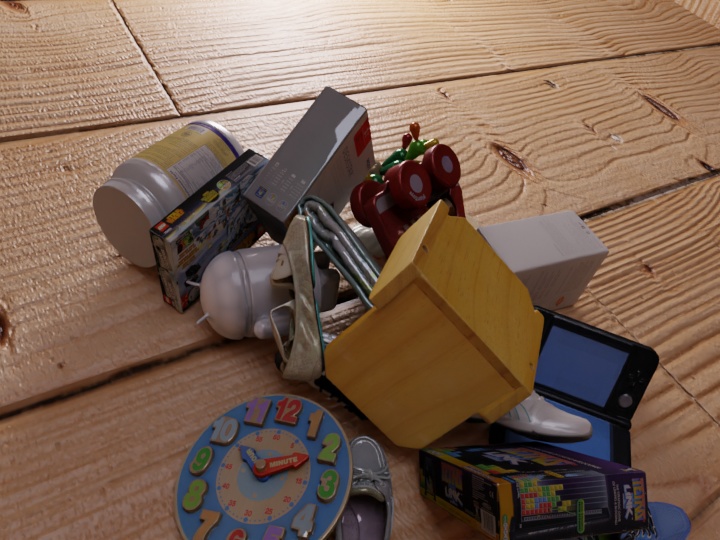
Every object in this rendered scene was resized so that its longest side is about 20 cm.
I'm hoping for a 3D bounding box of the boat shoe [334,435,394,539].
[{"bbox_3d":[0.003,0.266,0.638,0.072,0.066,0.205,14,44,-4],"label":"boat shoe"}]

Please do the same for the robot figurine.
[{"bbox_3d":[-0.126,0.026,0.793,0.195,0.115,0.170,-9,37,-24],"label":"robot figurine"}]

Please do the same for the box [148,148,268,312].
[{"bbox_3d":[-0.198,-0.057,0.821,0.039,0.139,0.201,26,50,16],"label":"box"}]

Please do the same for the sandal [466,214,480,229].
[{"bbox_3d":[0.121,-0.110,1.029,0.206,0.071,0.079,11,45,-7],"label":"sandal"}]

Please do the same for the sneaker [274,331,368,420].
[{"bbox_3d":[-0.015,0.138,0.751,0.194,0.075,0.081,14,48,-2],"label":"sneaker"}]

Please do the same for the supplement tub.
[{"bbox_3d":[-0.265,-0.112,0.860,0.143,0.147,0.200,29,46,13],"label":"supplement tub"}]

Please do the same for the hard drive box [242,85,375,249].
[{"bbox_3d":[-0.067,-0.137,0.881,0.076,0.156,0.202,31,78,16],"label":"hard drive box"}]

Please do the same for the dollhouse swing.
[{"bbox_3d":[0.083,0.073,0.711,0.200,0.175,0.183,44,41,-12],"label":"dollhouse swing"}]

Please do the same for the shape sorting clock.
[{"bbox_3d":[-0.104,0.218,0.641,0.194,0.040,0.203,-5,40,4],"label":"shape sorting clock"}]

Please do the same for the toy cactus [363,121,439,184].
[{"bbox_3d":[0.042,-0.176,1.026,0.162,0.103,0.202,3,49,37],"label":"toy cactus"}]

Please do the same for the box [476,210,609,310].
[{"bbox_3d":[0.264,-0.004,0.933,0.195,0.126,0.099,-11,50,-26],"label":"box"}]

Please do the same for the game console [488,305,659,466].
[{"bbox_3d":[0.284,0.169,0.786,0.195,0.175,0.119,19,18,2],"label":"game console"}]

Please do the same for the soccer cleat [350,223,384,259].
[{"bbox_3d":[0.070,-0.066,0.966,0.194,0.079,0.070,-1,47,-17],"label":"soccer cleat"}]

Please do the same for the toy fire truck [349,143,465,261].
[{"bbox_3d":[0.089,-0.076,0.874,0.198,0.111,0.171,-32,100,-41],"label":"toy fire truck"}]

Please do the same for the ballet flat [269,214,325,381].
[{"bbox_3d":[-0.080,0.029,0.712,0.061,0.067,0.206,-4,77,-15],"label":"ballet flat"}]

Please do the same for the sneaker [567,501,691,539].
[{"bbox_3d":[0.300,0.297,0.682,0.194,0.090,0.080,0,48,-16],"label":"sneaker"}]

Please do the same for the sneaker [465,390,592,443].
[{"bbox_3d":[0.188,0.160,0.741,0.195,0.071,0.082,11,72,23],"label":"sneaker"}]

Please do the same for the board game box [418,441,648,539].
[{"bbox_3d":[0.171,0.227,0.637,0.161,0.200,0.059,0,83,-16],"label":"board game box"}]

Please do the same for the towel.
[{"bbox_3d":[0.000,0.000,0.822,0.048,0.171,0.202,-36,68,3],"label":"towel"}]
